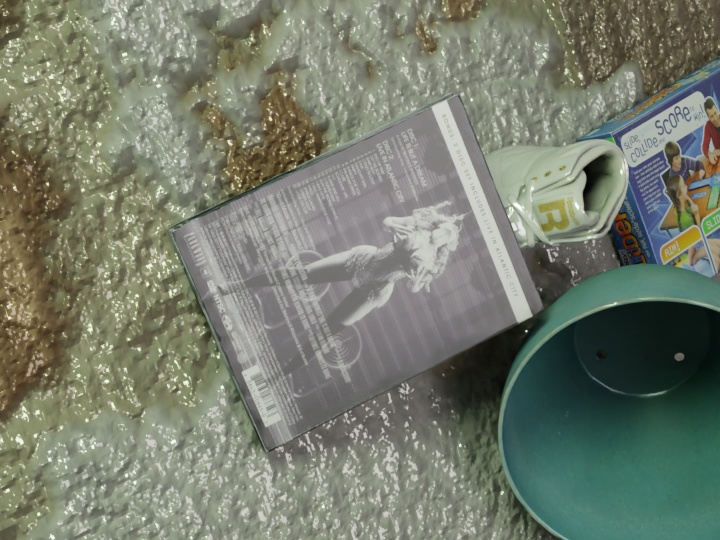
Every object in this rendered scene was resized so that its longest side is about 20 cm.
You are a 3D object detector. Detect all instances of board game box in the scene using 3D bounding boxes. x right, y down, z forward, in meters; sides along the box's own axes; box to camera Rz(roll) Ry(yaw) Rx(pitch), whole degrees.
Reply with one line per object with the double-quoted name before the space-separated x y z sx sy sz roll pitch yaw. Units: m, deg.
"board game box" 0.254 -0.073 1.493 0.200 0.034 0.136 -29 103 -40

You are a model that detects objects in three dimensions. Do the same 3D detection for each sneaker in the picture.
"sneaker" 0.089 -0.033 1.292 0.200 0.115 0.074 -36 110 -37

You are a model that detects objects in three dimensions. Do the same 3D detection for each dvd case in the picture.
"dvd case" 0.000 0.000 1.222 0.199 0.016 0.149 -26 103 -14

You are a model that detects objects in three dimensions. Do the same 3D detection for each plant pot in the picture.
"plant pot" 0.192 0.074 1.340 0.200 0.199 0.135 55 19 -21
